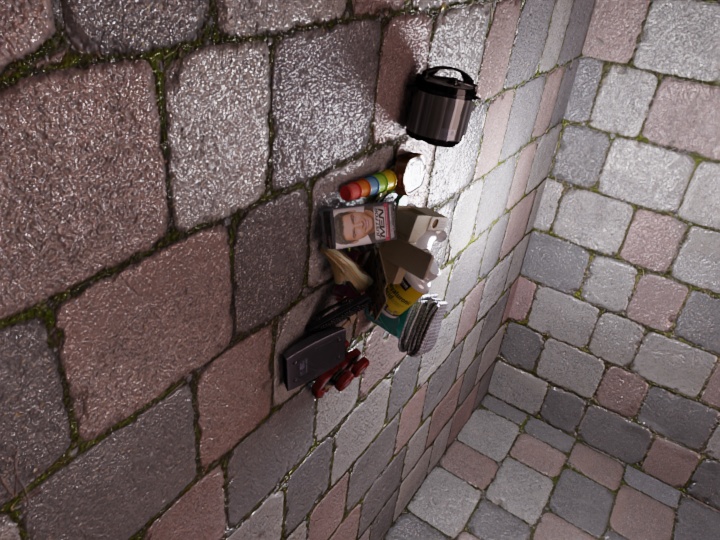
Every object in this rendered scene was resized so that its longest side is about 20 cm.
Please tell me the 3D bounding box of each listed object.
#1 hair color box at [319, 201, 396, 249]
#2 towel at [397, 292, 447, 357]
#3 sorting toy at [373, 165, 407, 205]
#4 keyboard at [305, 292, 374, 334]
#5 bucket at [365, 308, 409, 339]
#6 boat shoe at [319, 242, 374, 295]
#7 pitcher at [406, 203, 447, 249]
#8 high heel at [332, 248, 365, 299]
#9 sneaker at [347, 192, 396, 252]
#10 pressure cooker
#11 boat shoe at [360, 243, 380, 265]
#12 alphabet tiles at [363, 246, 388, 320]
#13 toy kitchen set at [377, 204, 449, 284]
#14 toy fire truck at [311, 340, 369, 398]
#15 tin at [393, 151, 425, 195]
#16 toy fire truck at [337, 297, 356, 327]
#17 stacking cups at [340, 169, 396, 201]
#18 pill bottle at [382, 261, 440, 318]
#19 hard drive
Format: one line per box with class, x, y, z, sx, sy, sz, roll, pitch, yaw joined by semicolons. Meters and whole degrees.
hair color box;-0.003;-0.116;1.497;0.199;0.060;0.100;-11;101;-36
towel;0.209;0.176;1.907;0.165;0.085;0.201;1;111;-63
sorting toy;0.087;-0.183;1.742;0.201;0.036;0.185;-62;154;-9
keyboard;-0.060;0.117;1.594;0.199;0.021;0.127;-31;152;13
bucket;0.118;0.107;1.927;0.207;0.134;0.208;-44;147;-40
boat shoe;-0.044;0.003;1.558;0.200;0.072;0.076;40;88;-35
pitcher;0.154;-0.099;1.839;0.200;0.172;0.121;-44;-175;-28
high heel;0.000;0.000;1.658;0.201;0.095;0.067;-63;154;-8
sneaker;0.022;-0.137;1.612;0.201;0.082;0.072;-58;136;-22
pressure cooker;0.226;-0.455;1.622;0.175;0.178;0.201;-25;133;-50
boat shoe;0.085;-0.082;1.731;0.201;0.075;0.065;-30;147;-14
alphabet tiles;0.039;0.036;1.627;0.006;0.168;0.200;-5;154;-16
toy kitchen set;0.171;-0.056;1.644;0.180;0.163;0.201;-5;120;-53
toy fire truck;-0.075;0.315;1.781;0.200;0.112;0.169;-32;157;-48
tin;0.146;-0.283;1.731;0.200;0.042;0.113;-39;137;-59
toy fire truck;-0.031;0.116;1.750;0.200;0.048;0.142;-29;136;-53
stacking cups;0.023;-0.219;1.559;0.200;0.060;0.061;-31;137;-51
pill bottle;0.137;0.042;1.739;0.200;0.112;0.111;-43;164;26
hard drive;-0.128;0.236;1.621;0.199;0.042;0.136;-25;134;-32
